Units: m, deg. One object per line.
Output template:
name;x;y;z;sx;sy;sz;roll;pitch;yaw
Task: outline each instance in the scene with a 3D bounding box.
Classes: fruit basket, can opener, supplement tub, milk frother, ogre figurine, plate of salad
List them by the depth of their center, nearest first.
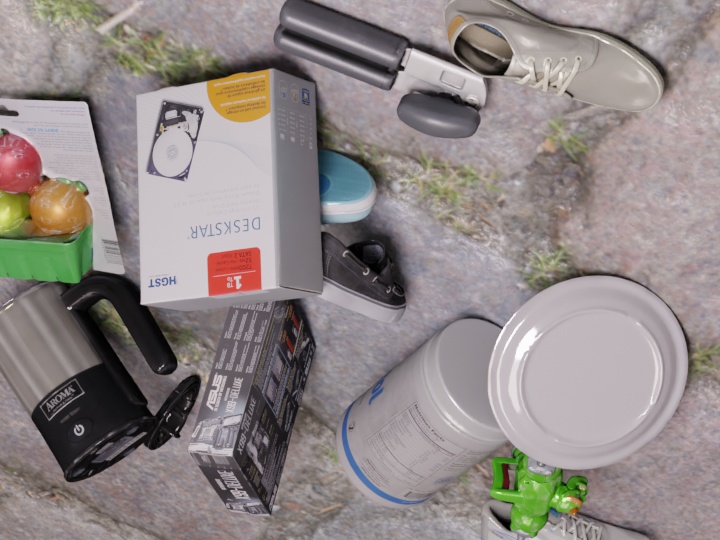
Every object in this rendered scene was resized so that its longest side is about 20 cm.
can opener;0.016;-0.175;1.608;0.200;0.067;0.053;21;137;1
plate of salad;0.219;0.097;1.771;0.200;0.048;0.200;-3;108;-8
fruit basket;-0.335;-0.089;1.847;0.185;0.094;0.200;3;119;19
supplement tub;0.076;0.149;1.867;0.132;0.132;0.200;34;136;-13
ogre figurine;0.187;0.198;1.878;0.098;0.120;0.200;28;138;-7
milk frother;-0.286;0.113;1.991;0.188;0.180;0.200;55;172;14

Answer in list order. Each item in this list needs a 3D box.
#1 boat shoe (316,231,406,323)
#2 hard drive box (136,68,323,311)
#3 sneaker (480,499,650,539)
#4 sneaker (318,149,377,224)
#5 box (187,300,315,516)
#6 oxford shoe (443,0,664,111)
boat shoe;0.000;0.000;1.757;0.070;0.066;0.200;36;-172;30
hard drive box;-0.120;-0.071;1.673;0.156;0.200;0.077;-8;170;29
sneaker;0.220;0.289;1.997;0.200;0.075;0.087;2;129;20
sneaker;-0.063;-0.048;1.766;0.200;0.080;0.131;8;135;29
box;-0.106;0.127;1.841;0.050;0.200;0.158;7;154;16
oxford shoe;0.161;-0.176;1.555;0.200;0.058;0.075;22;135;-2
